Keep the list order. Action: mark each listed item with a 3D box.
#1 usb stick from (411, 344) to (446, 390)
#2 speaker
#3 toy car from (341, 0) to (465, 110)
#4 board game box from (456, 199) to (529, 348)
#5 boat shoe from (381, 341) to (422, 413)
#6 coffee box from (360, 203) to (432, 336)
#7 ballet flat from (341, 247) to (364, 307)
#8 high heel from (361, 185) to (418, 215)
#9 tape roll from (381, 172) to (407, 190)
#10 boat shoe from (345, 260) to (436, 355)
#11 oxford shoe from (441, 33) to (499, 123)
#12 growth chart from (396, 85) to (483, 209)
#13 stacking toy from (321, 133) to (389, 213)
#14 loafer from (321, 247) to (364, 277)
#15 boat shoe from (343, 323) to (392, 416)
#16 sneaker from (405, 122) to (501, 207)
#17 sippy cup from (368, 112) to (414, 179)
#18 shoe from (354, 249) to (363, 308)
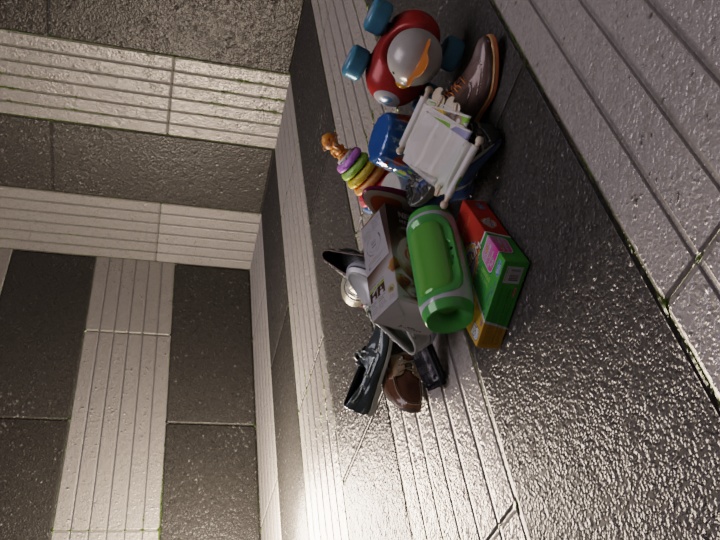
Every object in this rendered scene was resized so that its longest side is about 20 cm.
[{"bbox_3d":[0.100,0.115,1.360,0.055,0.032,0.201,-38,69,48],"label":"usb stick"},{"bbox_3d":[0.123,-0.005,1.184,0.089,0.088,0.201,113,157,-49],"label":"speaker"},{"bbox_3d":[0.082,-0.357,1.318,0.178,0.183,0.200,-61,15,21],"label":"toy car"},{"bbox_3d":[0.188,0.001,1.182,0.200,0.040,0.154,-111,29,-58],"label":"board game box"},{"bbox_3d":[0.079,0.191,1.460,0.200,0.075,0.072,-111,32,-54],"label":"boat shoe"},{"bbox_3d":[0.075,-0.002,1.275,0.080,0.114,0.201,-47,38,41],"label":"coffee box"},{"bbox_3d":[0.003,0.006,1.492,0.201,0.067,0.062,-66,-3,35],"label":"ballet flat"},{"bbox_3d":[0.073,-0.129,1.364,0.067,0.199,0.097,-40,46,29],"label":"high heel"},{"bbox_3d":[0.084,-0.095,1.535,0.202,0.070,0.204,-175,90,-74],"label":"tape roll"},{"bbox_3d":[0.043,0.062,1.307,0.067,0.200,0.074,-37,-20,-43],"label":"boat shoe"},{"bbox_3d":[0.176,-0.293,1.257,0.071,0.072,0.201,-111,31,-59],"label":"oxford shoe"},{"bbox_3d":[0.126,-0.210,1.234,0.145,0.018,0.200,-58,40,21],"label":"growth chart"},{"bbox_3d":[-0.010,-0.225,1.650,0.116,0.200,0.110,-50,16,-1],"label":"stacking toy"},{"bbox_3d":[0.000,0.000,1.396,0.200,0.063,0.072,21,95,51],"label":"loafer"},{"bbox_3d":[0.016,0.178,1.459,0.073,0.061,0.201,179,104,-78],"label":"boat shoe"},{"bbox_3d":[0.164,-0.169,1.258,0.200,0.089,0.079,-39,49,41],"label":"sneaker"},{"bbox_3d":[0.089,-0.231,1.414,0.178,0.130,0.140,124,152,-44],"label":"sippy cup"},{"bbox_3d":[0.016,0.024,1.624,0.200,0.071,0.092,-133,56,-64],"label":"shoe"}]
